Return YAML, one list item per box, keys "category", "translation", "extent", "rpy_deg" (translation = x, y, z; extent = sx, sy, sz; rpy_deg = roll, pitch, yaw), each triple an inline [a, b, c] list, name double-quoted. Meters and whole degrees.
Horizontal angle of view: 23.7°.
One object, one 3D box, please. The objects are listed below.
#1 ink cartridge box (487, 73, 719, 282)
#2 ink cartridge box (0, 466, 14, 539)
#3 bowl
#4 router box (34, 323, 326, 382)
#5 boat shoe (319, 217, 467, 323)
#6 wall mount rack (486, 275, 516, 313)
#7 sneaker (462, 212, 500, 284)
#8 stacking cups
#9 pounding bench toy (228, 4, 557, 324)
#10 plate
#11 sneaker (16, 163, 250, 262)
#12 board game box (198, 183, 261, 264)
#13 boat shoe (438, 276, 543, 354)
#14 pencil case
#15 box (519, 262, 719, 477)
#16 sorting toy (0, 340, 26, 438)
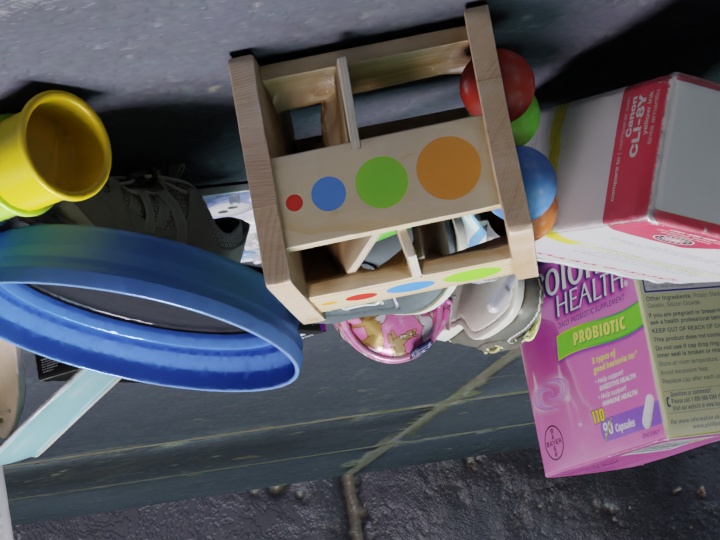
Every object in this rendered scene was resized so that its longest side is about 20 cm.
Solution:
- category: "ink cartridge box"
  translation: [0.181, -0.046, 0.993]
  extent: [0.145, 0.084, 0.200]
  rpy_deg: [11, 173, -21]
- category: "ink cartridge box"
  translation: [-0.349, 0.122, 1.263]
  extent: [0.145, 0.200, 0.083]
  rpy_deg: [3, 159, -46]
- category: "bowl"
  translation: [-0.129, 0.023, 0.995]
  extent: [0.200, 0.039, 0.201]
  rpy_deg: [9, 162, 3]
- category: "router box"
  translation: [-0.151, 0.050, 1.434]
  extent: [0.200, 0.051, 0.149]
  rpy_deg: [-16, 168, 28]
- category: "boat shoe"
  translation: [0.000, 0.000, 1.161]
  extent: [0.062, 0.073, 0.200]
  rpy_deg: [-6, 173, -32]
- category: "wall mount rack"
  translation: [0.170, -0.040, 1.186]
  extent: [0.173, 0.075, 0.200]
  rpy_deg: [-14, 163, -12]
- category: "sneaker"
  translation: [0.071, -0.029, 1.206]
  extent: [0.072, 0.072, 0.200]
  rpy_deg: [-17, 166, 5]
- category: "stacking cups"
  translation: [-0.220, -0.041, 0.953]
  extent: [0.060, 0.061, 0.200]
  rpy_deg: [3, 163, -46]
- category: "pounding bench toy"
  translation: [0.029, -0.048, 0.964]
  extent: [0.156, 0.125, 0.200]
  rpy_deg: [-11, 168, 5]
- category: "plate"
  translation: [-0.186, 0.076, 1.205]
  extent: [0.200, 0.026, 0.200]
  rpy_deg: [-44, -177, 3]
- category: "sneaker"
  translation: [-0.140, -0.037, 1.043]
  extent: [0.075, 0.082, 0.200]
  rpy_deg: [23, 172, 34]
- category: "board game box"
  translation: [-0.080, -0.023, 1.224]
  extent: [0.199, 0.026, 0.200]
  rpy_deg: [-7, 168, -13]
- category: "boat shoe"
  translation: [0.111, 0.029, 1.371]
  extent: [0.060, 0.072, 0.202]
  rpy_deg: [16, 170, -12]
- category: "pencil case"
  translation: [0.024, 0.029, 1.340]
  extent: [0.086, 0.083, 0.200]
  rpy_deg: [32, 179, 0]
- category: "box"
  translation: [0.212, 0.050, 1.371]
  extent: [0.096, 0.201, 0.176]
  rpy_deg: [-3, 167, -27]
- category: "sorting toy"
  translation: [-0.309, 0.029, 1.138]
  extent: [0.200, 0.107, 0.180]
  rpy_deg: [6, 151, -27]
